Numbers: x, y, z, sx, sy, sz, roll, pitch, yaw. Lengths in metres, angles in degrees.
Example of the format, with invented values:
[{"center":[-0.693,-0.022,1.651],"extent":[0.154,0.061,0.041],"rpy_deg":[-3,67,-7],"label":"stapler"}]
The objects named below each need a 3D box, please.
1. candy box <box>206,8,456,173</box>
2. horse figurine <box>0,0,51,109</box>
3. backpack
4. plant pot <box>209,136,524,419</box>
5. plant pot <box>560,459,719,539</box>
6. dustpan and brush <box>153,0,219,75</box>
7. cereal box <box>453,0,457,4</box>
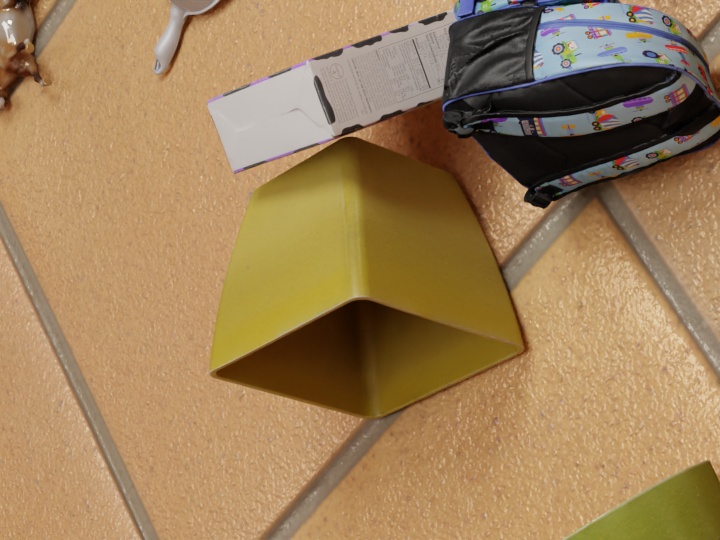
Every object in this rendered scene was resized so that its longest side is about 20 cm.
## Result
[{"center":[-0.003,-0.158,1.838],"extent":[0.168,0.200,0.072],"rpy_deg":[-14,98,55],"label":"candy box"},{"center":[-0.379,-0.276,2.352],"extent":[0.132,0.050,0.200],"rpy_deg":[4,97,62],"label":"horse figurine"},{"center":[0.185,-0.152,1.694],"extent":[0.200,0.183,0.135],"rpy_deg":[-11,61,30],"label":"backpack"},{"center":[0.000,0.000,1.862],"extent":[0.200,0.200,0.177],"rpy_deg":[-27,57,41],"label":"plant pot"},{"center":[0.238,0.277,1.615],"extent":[0.187,0.187,0.200],"rpy_deg":[-40,74,35],"label":"plant pot"},{"center":[-0.180,-0.292,2.166],"extent":[0.140,0.057,0.200],"rpy_deg":[42,108,41],"label":"dustpan and brush"},{"center":[0.144,-0.311,1.840],"extent":[0.200,0.039,0.144],"rpy_deg":[-45,58,33],"label":"cereal box"}]
